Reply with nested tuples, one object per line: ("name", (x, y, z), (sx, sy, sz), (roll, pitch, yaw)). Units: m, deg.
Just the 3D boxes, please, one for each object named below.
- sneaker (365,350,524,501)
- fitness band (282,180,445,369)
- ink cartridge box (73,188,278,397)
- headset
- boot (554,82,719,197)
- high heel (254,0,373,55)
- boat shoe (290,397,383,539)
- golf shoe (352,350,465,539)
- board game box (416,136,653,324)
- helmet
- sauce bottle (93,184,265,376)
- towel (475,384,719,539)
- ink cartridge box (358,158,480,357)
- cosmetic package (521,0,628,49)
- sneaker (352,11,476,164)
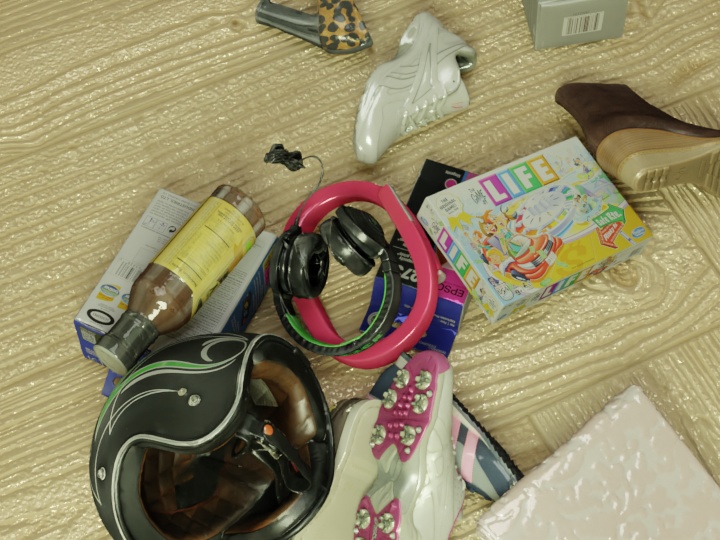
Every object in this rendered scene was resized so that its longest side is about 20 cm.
("sneaker", (0.082, 0.170, 1.359), (0.082, 0.070, 0.200), (-45, 68, 3))
("fitness band", (0.000, 0.000, 1.442), (0.143, 0.037, 0.201), (-35, 58, 12))
("ink cartridge box", (-0.181, 0.036, 1.427), (0.135, 0.077, 0.201), (22, 59, 13))
("headset", (-0.038, -0.020, 1.393), (0.122, 0.094, 0.202), (-23, 74, 18))
("boot", (0.318, -0.149, 1.543), (0.198, 0.073, 0.167), (-5, 41, -24))
("high heel", (-0.013, -0.333, 1.653), (0.141, 0.071, 0.202), (23, 77, 21))
("boat shoe", (-0.031, 0.207, 1.325), (0.059, 0.072, 0.202), (2, 67, 53))
("golf shoe", (0.054, 0.172, 1.306), (0.091, 0.075, 0.203), (14, 90, -35))
("board game box", (0.172, -0.043, 1.463), (0.199, 0.034, 0.135), (-23, 66, -29))
("helmet", (-0.136, 0.154, 1.275), (0.189, 0.200, 0.202), (-22, 54, 24))
("sauce bottle", (-0.167, 0.010, 1.364), (0.064, 0.065, 0.200), (31, 64, 18))
("towel", (0.227, 0.231, 1.295), (0.199, 0.032, 0.192), (-37, 86, -20))
("ink cartridge box", (0.075, -0.015, 1.483), (0.094, 0.037, 0.202), (17, 62, 11))
("cosmetic package", (0.224, -0.352, 1.660), (0.105, 0.090, 0.202), (-10, 62, -3))
("sneaker", (0.062, -0.184, 1.565), (0.099, 0.078, 0.201), (25, 62, 12))
